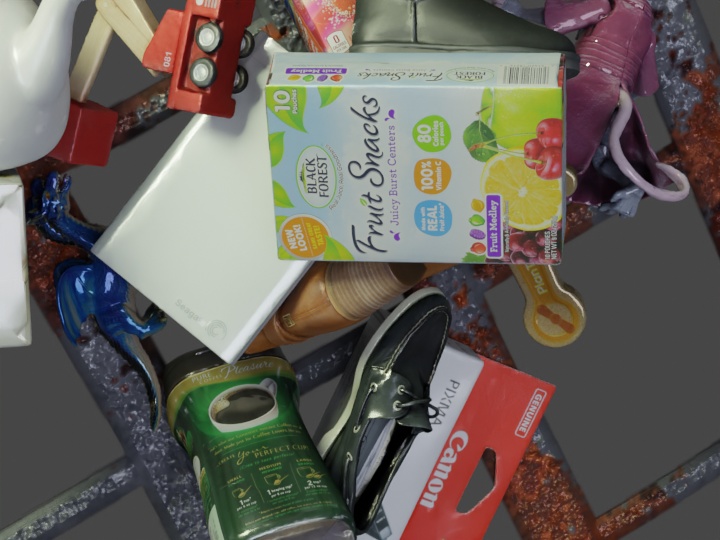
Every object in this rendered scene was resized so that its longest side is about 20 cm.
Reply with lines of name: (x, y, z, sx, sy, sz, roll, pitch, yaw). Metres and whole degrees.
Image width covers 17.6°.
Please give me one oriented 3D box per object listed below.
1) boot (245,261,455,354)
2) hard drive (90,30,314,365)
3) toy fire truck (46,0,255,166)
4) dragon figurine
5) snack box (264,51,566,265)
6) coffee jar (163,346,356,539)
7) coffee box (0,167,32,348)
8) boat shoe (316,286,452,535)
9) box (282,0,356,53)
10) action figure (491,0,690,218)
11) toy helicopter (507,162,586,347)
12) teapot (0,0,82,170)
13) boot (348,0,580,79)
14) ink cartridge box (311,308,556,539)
boot: (0.000, 0.000, 1.745, 0.155, 0.200, 0.077, -25, 102, 31)
hard drive: (-0.081, -0.052, 1.662, 0.132, 0.026, 0.200, 38, 90, 4)
toy fire truck: (-0.145, -0.166, 1.640, 0.049, 0.140, 0.202, 3, 100, -60)
dragon figurine: (-0.197, 0.021, 1.714, 0.099, 0.059, 0.202, -6, 103, -12)
snack box: (0.040, -0.075, 1.577, 0.198, 0.053, 0.143, 1, 123, 6)
coffee jar: (-0.078, 0.140, 1.713, 0.104, 0.201, 0.086, -14, 138, -10)
coffee box: (-0.278, -0.028, 1.602, 0.079, 0.200, 0.115, -4, 107, -13)
boat shoe: (0.024, 0.111, 1.741, 0.074, 0.066, 0.200, 24, 101, -51)
box: (0.039, -0.230, 1.676, 0.199, 0.095, 0.100, -27, 88, -6)
action figure: (0.175, -0.149, 1.721, 0.133, 0.149, 0.201, 24, 74, -27)
toy helicopter: (0.100, -0.032, 1.659, 0.132, 0.079, 0.201, -22, 104, 12)
teapot: (-0.291, -0.153, 1.557, 0.199, 0.197, 0.147, -7, 110, -18)
boot: (0.073, -0.233, 1.603, 0.164, 0.066, 0.202, 2, 81, -6)
ink cartridge box: (0.047, 0.153, 1.831, 0.173, 0.044, 0.201, 23, 98, -19)
